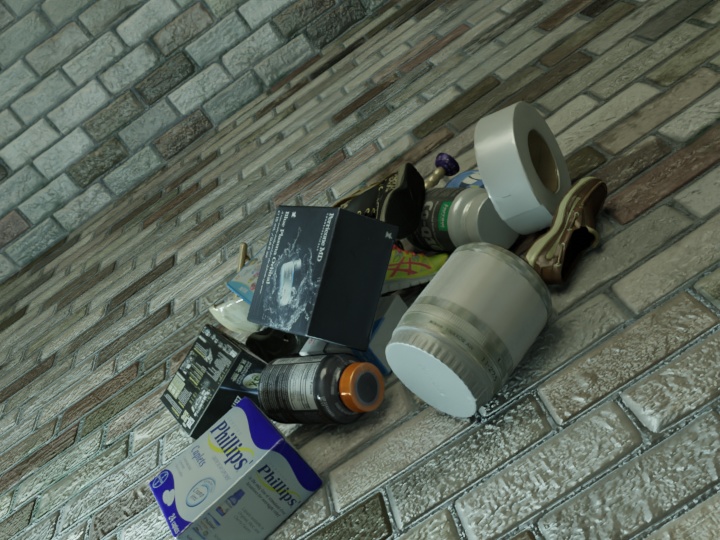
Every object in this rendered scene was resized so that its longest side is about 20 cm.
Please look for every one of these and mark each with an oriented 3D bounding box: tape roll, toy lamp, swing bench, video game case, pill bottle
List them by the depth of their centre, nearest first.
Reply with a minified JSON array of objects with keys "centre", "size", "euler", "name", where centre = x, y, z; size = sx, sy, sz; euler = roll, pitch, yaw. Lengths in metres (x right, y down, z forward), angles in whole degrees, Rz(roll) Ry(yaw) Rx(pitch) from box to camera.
[{"centre":[-0.056,0.179,1.376],"size":[0.200,0.106,0.106],"euler":[-9,37,45],"name":"pill bottle"},{"centre":[0.258,-0.159,1.432],"size":[0.071,0.203,0.203],"euler":[-20,30,31],"name":"tape roll"},{"centre":[0.168,-0.083,1.525],"size":[0.113,0.113,0.200],"euler":[-47,25,-20],"name":"pill bottle"},{"centre":[-0.149,-0.023,1.666],"size":[0.200,0.018,0.143],"euler":[-46,30,-9],"name":"video game case"},{"centre":[0.103,-0.133,1.669],"size":[0.200,0.058,0.058],"euler":[-50,27,-23],"name":"toy lamp"},{"centre":[-0.155,0.022,1.763],"size":[0.199,0.130,0.200],"euler":[-20,35,32],"name":"swing bench"}]

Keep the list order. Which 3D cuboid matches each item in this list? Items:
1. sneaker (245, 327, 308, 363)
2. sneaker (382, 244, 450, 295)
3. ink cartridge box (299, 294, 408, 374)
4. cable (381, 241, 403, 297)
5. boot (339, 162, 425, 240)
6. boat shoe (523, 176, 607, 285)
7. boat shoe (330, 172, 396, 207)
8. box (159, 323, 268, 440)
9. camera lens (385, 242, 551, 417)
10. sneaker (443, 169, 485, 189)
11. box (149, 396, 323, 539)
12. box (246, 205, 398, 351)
[{"centre":[-0.126,0.116,1.629],"size":[0.114,0.076,0.199],"euler":[-28,-4,-39],"name":"sneaker"},{"centre":[0.061,-0.012,1.503],"size":[0.200,0.090,0.078],"euler":[-13,0,-21],"name":"sneaker"},{"centre":[-0.018,0.112,1.487],"size":[0.200,0.068,0.116],"euler":[-12,35,44],"name":"ink cartridge box"},{"centre":[0.000,0.000,1.615],"size":[0.200,0.051,0.163],"euler":[-41,46,27],"name":"cable"},{"centre":[0.024,-0.087,1.526],"size":[0.154,0.074,0.204],"euler":[-28,23,30],"name":"boot"},{"centre":[0.320,-0.053,1.336],"size":[0.075,0.075,0.202],"euler":[16,62,44],"name":"boat shoe"},{"centre":[0.005,-0.119,1.764],"size":[0.200,0.074,0.066],"euler":[-29,1,-10],"name":"boat shoe"},{"centre":[-0.245,0.200,1.565],"size":[0.164,0.086,0.200],"euler":[-59,28,-5],"name":"box"},{"centre":[0.148,0.074,1.219],"size":[0.200,0.160,0.160],"euler":[-49,27,-25],"name":"camera lens"},{"centre":[0.213,-0.130,1.597],"size":[0.200,0.074,0.082],"euler":[-12,36,45],"name":"sneaker"},{"centre":[-0.185,0.308,1.323],"size":[0.200,0.105,0.184],"euler":[-42,25,-11],"name":"box"},{"centre":[-0.062,0.007,1.412],"size":[0.200,0.117,0.197],"euler":[7,81,56],"name":"box"}]
